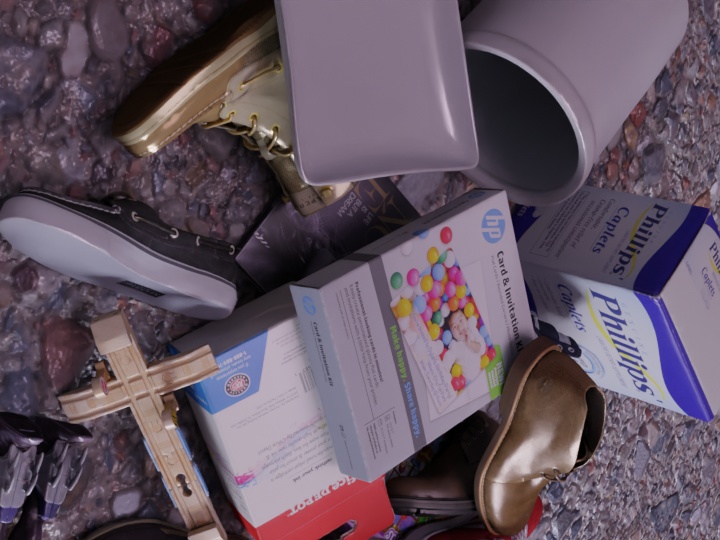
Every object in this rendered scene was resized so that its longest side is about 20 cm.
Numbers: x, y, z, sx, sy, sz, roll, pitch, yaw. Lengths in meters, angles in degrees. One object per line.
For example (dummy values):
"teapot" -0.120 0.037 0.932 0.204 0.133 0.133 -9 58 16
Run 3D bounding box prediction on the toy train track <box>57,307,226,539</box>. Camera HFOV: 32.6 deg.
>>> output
"toy train track" -0.141 0.122 0.867 0.113 0.033 0.202 -19 115 3

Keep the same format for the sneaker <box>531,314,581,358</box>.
"sneaker" 0.126 0.080 1.079 0.071 0.108 0.200 -61 166 25

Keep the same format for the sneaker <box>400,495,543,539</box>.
"sneaker" 0.132 0.256 1.114 0.198 0.112 0.072 -15 114 -45

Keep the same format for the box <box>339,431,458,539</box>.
"box" 0.030 0.179 1.101 0.138 0.039 0.200 -57 133 -19

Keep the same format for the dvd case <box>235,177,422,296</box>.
"dvd case" 0.000 0.000 1.014 0.200 0.016 0.149 48 66 -28

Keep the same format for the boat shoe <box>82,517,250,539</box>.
"boat shoe" -0.131 0.232 0.927 0.198 0.073 0.076 10 92 -46

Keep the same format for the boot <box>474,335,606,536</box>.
"boot" 0.146 0.156 1.008 0.073 0.075 0.202 -26 138 -39

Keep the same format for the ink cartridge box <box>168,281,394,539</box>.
"ink cartridge box" -0.057 0.127 0.950 0.115 0.067 0.203 -26 113 -21

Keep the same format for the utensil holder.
"utensil holder" 0.169 -0.186 1.063 0.200 0.168 0.171 -50 130 -27

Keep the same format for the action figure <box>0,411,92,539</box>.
"action figure" -0.239 0.197 0.815 0.129 0.069 0.203 14 93 -51

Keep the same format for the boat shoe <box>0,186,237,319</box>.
"boat shoe" -0.162 -0.020 0.849 0.199 0.068 0.058 28 61 -47

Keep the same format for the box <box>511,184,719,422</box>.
"box" 0.250 0.025 1.170 0.105 0.198 0.185 -51 131 -22

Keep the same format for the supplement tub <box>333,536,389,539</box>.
"supplement tub" 0.004 0.345 1.038 0.144 0.144 0.203 -31 122 -36

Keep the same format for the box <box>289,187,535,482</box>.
"box" 0.049 0.045 0.946 0.199 0.041 0.158 -28 112 -36

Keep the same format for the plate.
"plate" 0.005 -0.168 0.909 0.198 0.032 0.203 -10 92 -46

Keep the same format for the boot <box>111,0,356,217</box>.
"boot" -0.076 -0.100 0.897 0.200 0.072 0.157 -46 122 -35

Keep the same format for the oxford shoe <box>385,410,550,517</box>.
"oxford shoe" 0.087 0.170 1.090 0.198 0.072 0.086 -8 89 -47
